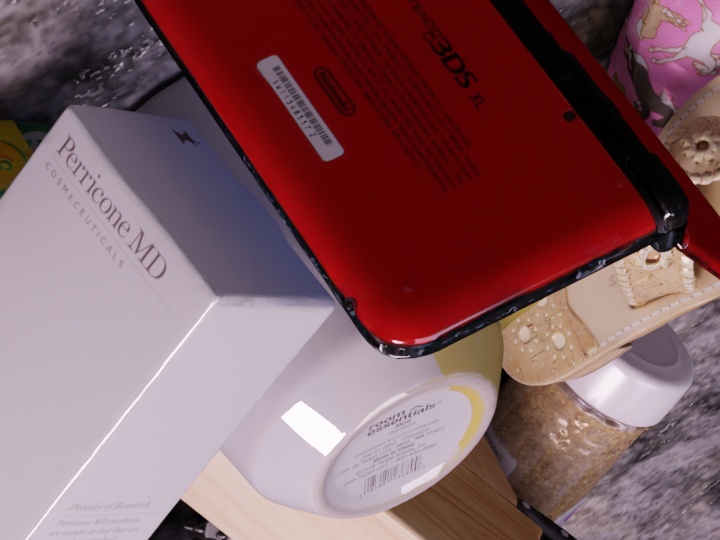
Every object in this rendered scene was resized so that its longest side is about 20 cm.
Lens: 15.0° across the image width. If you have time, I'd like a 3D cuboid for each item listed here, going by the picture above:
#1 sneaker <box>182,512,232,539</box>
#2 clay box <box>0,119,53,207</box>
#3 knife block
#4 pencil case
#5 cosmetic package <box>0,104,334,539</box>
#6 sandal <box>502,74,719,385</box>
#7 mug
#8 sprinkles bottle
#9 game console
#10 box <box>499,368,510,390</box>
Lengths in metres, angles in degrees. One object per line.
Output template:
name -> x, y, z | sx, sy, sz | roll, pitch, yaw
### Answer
sneaker -> -0.033, 0.159, 1.280 | 0.090, 0.200, 0.066 | 2, -178, -27
clay box -> -0.196, 0.003, 0.991 | 0.200, 0.048, 0.115 | -5, 140, -41
knife block -> 0.028, 0.135, 1.179 | 0.200, 0.176, 0.064 | 11, 131, -43
pencil case -> 0.164, -0.120, 1.146 | 0.083, 0.087, 0.200 | -50, 168, -43
cosmetic package -> -0.112, 0.047, 0.994 | 0.071, 0.101, 0.200 | 4, 130, -54
sandal -> 0.109, -0.012, 1.136 | 0.070, 0.078, 0.212 | -10, 154, -44
mug -> -0.008, 0.002, 1.075 | 0.187, 0.153, 0.149 | -45, 149, 17
sprinkles bottle -> 0.072, 0.097, 1.281 | 0.068, 0.068, 0.200 | 2, 134, -47
game console -> 0.035, -0.049, 0.992 | 0.172, 0.200, 0.119 | -26, 149, -15
box -> 0.040, 0.034, 1.277 | 0.158, 0.051, 0.200 | -33, 150, -2
